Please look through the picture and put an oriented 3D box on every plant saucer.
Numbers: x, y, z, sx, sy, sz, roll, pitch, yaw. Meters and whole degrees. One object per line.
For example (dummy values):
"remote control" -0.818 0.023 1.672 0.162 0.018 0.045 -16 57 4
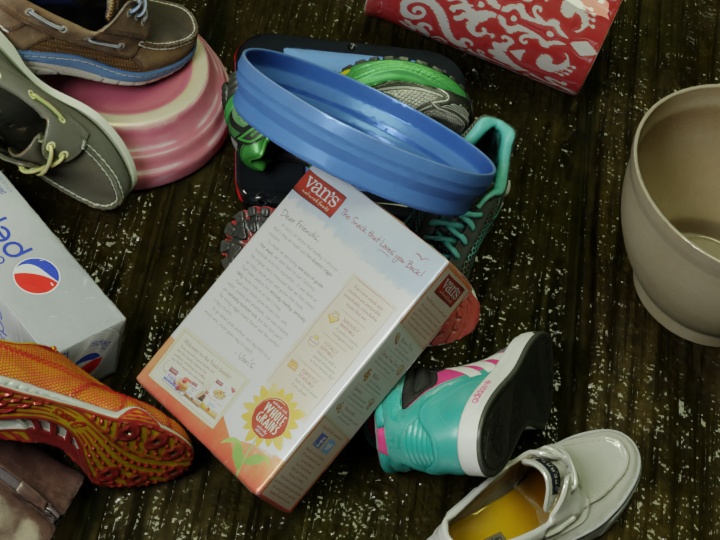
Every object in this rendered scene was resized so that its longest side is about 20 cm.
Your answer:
"plant saucer" -0.198 -0.152 1.426 0.198 0.051 0.202 8 50 -9

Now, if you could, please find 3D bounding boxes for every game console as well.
"game console" -0.005 -0.117 1.460 0.198 0.031 0.178 5 49 -10

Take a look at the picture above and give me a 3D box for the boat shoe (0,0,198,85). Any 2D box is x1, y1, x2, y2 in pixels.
"boat shoe" -0.195 -0.187 1.348 0.199 0.072 0.073 -10 60 -44

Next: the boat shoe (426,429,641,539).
"boat shoe" 0.125 0.155 1.236 0.199 0.070 0.071 -24 59 -30

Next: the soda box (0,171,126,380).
"soda box" -0.253 0.000 1.272 0.068 0.064 0.200 -27 62 -34

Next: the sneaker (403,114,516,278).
"sneaker" 0.066 -0.039 1.360 0.077 0.091 0.201 23 59 0

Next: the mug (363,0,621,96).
"mug" 0.126 -0.256 1.550 0.199 0.134 0.178 25 50 3

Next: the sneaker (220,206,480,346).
"sneaker" 0.000 0.000 1.303 0.199 0.079 0.082 21 5 24

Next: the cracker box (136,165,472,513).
"cracker box" -0.038 0.043 1.216 0.134 0.058 0.200 39 89 31

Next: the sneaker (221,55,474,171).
"sneaker" -0.008 -0.112 1.406 0.198 0.078 0.086 -5 64 -7

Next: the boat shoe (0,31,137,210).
"boat shoe" -0.243 -0.104 1.299 0.202 0.072 0.061 44 34 -31

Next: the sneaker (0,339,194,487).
"sneaker" -0.190 0.084 1.172 0.199 0.073 0.078 29 30 -33

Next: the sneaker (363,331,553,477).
"sneaker" 0.062 0.093 1.270 0.120 0.085 0.200 2 13 22

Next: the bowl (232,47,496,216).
"bowl" 0.000 -0.097 1.271 0.199 0.040 0.201 24 14 -6

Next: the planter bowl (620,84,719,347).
"planter bowl" 0.288 -0.026 1.390 0.198 0.135 0.202 7 49 -8

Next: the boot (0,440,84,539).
"boot" -0.260 0.105 1.195 0.165 0.072 0.201 27 46 -7
